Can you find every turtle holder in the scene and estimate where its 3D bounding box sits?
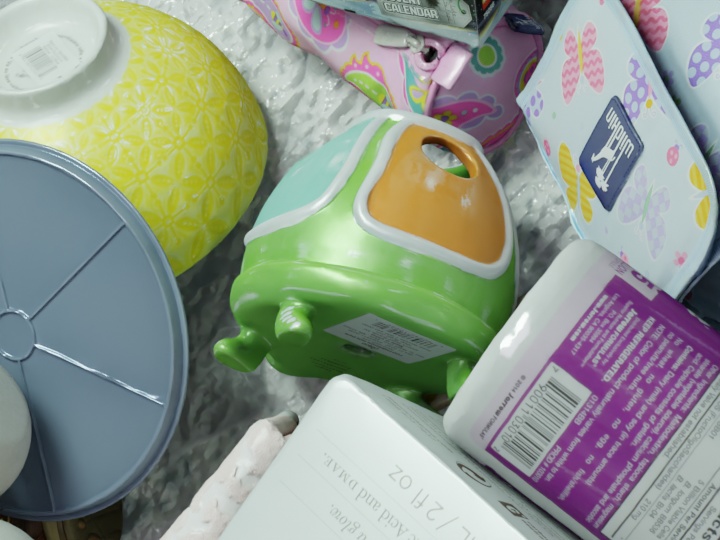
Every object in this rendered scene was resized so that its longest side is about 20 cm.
[{"bbox_3d":[0.011,0.001,1.267,0.140,0.186,0.133,13,72,6],"label":"turtle holder"}]

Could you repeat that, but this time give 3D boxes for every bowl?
[{"bbox_3d":[-0.159,-0.086,1.372,0.198,0.108,0.201,-9,46,10],"label":"bowl"}]

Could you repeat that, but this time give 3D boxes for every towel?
[{"bbox_3d":[-0.089,0.154,1.241,0.032,0.191,0.201,35,92,4],"label":"towel"}]

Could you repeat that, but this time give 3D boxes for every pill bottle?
[{"bbox_3d":[0.145,0.086,1.120,0.199,0.112,0.113,37,94,6],"label":"pill bottle"}]

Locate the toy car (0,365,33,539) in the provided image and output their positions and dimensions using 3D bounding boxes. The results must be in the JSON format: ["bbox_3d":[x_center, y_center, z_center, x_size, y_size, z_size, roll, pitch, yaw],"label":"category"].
[{"bbox_3d":[-0.257,0.133,1.256,0.174,0.150,0.202,-21,70,29],"label":"toy car"}]

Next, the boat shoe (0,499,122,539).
[{"bbox_3d":[-0.177,0.068,1.392,0.067,0.072,0.202,-14,67,25],"label":"boat shoe"}]

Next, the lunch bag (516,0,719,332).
[{"bbox_3d":[0.180,-0.074,1.188,0.199,0.127,0.170,-35,55,21],"label":"lunch bag"}]

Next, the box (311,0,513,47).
[{"bbox_3d":[0.045,-0.205,1.304,0.136,0.040,0.200,17,51,24],"label":"box"}]

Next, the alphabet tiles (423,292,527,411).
[{"bbox_3d":[0.089,0.091,1.254,0.199,0.008,0.168,-30,58,20],"label":"alphabet tiles"}]

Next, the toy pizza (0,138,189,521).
[{"bbox_3d":[-0.172,0.030,1.311,0.199,0.032,0.202,6,104,24],"label":"toy pizza"}]

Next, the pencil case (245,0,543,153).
[{"bbox_3d":[0.008,-0.139,1.338,0.200,0.087,0.088,40,95,37],"label":"pencil case"}]

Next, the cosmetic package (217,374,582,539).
[{"bbox_3d":[0.023,0.187,1.155,0.165,0.165,0.201,39,97,35],"label":"cosmetic package"}]
